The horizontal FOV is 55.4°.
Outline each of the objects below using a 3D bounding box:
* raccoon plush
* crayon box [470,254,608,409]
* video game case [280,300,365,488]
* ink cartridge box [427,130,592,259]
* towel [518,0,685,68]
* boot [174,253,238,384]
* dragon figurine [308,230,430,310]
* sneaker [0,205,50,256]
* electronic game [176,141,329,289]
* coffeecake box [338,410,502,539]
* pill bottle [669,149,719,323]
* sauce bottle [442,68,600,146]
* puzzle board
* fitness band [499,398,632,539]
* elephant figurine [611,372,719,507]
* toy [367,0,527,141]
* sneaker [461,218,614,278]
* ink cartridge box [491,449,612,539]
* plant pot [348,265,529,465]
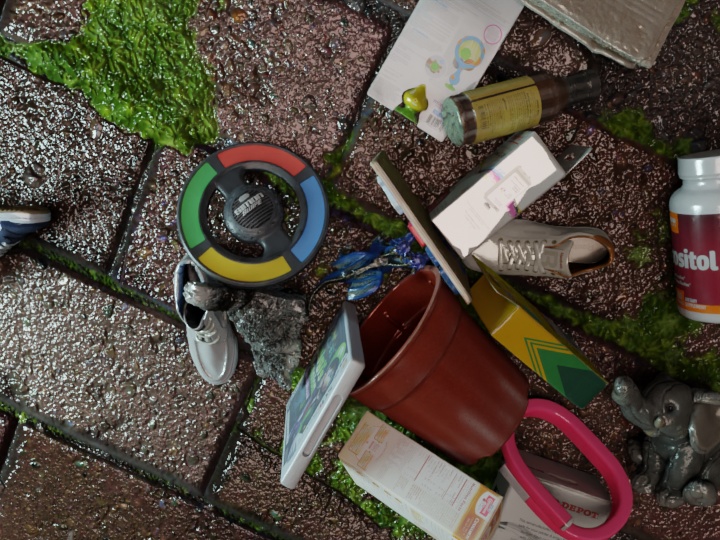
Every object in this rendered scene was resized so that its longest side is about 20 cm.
[{"bbox_3d":[-0.156,0.086,0.915,0.198,0.097,0.136,10,99,-30],"label":"raccoon plush"},{"bbox_3d":[0.210,0.075,0.873,0.199,0.127,0.051,39,103,-17],"label":"crayon box"},{"bbox_3d":[-0.052,0.151,0.890,0.023,0.200,0.183,27,103,-11],"label":"video game case"},{"bbox_3d":[0.181,-0.111,0.859,0.199,0.117,0.068,-40,98,10],"label":"ink cartridge box"},{"bbox_3d":[0.291,-0.341,0.827,0.198,0.034,0.134,31,83,-3],"label":"towel"},{"bbox_3d":[-0.218,0.072,0.938,0.072,0.096,0.203,-6,102,6],"label":"boot"},{"bbox_3d":[0.000,0.000,0.904,0.198,0.100,0.059,-24,99,11],"label":"dragon figurine"},{"bbox_3d":[-0.512,-0.030,0.950,0.197,0.070,0.110,-4,97,12],"label":"sneaker"},{"bbox_3d":[-0.138,-0.074,0.889,0.197,0.042,0.203,1,72,-3],"label":"electronic game"},{"bbox_3d":[0.081,0.286,0.894,0.198,0.154,0.073,29,68,23],"label":"coffeecake box"},{"bbox_3d":[0.448,-0.045,0.856,0.111,0.113,0.203,-9,101,6],"label":"pill bottle"},{"bbox_3d":[0.200,-0.205,0.844,0.197,0.065,0.066,-15,102,-11],"label":"sauce bottle"},{"bbox_3d":[0.075,-0.059,0.860,0.017,0.151,0.201,-33,98,12],"label":"puzzle board"},{"bbox_3d":[0.269,0.262,0.912,0.200,0.143,0.038,48,145,21],"label":"fitness band"},{"bbox_3d":[0.413,0.195,0.895,0.140,0.155,0.203,-3,112,27],"label":"elephant figurine"},{"bbox_3d":[0.106,-0.279,0.863,0.114,0.047,0.202,30,97,-4],"label":"toy"},{"bbox_3d":[0.229,-0.028,0.891,0.197,0.085,0.074,-4,104,8],"label":"sneaker"},{"bbox_3d":[0.247,0.374,0.976,0.145,0.083,0.203,19,103,0],"label":"ink cartridge box"},{"bbox_3d":[0.102,0.134,0.890,0.195,0.201,0.201,40,102,-14],"label":"plant pot"}]
